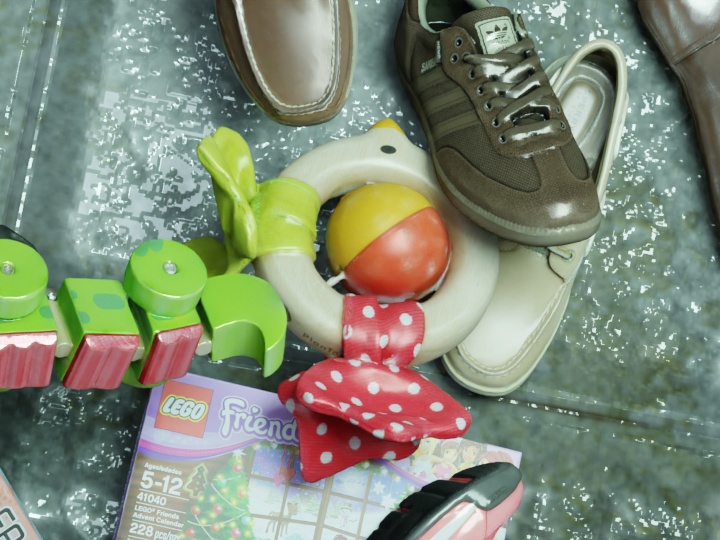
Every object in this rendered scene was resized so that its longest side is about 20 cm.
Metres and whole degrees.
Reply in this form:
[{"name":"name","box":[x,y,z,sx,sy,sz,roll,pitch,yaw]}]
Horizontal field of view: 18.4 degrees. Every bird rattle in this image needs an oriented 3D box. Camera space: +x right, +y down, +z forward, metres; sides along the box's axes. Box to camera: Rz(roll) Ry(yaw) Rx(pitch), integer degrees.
[{"name":"bird rattle","box":[0.000,0.000,1.130,0.163,0.113,0.200,-34,65,-25]}]

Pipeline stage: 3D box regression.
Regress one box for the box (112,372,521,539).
[{"name":"box","box":[-0.027,0.140,1.155,0.199,0.039,0.138,13,77,-4]}]

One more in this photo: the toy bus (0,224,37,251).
[{"name":"toy bus","box":[-0.270,0.024,1.070,0.135,0.200,0.192,33,82,15]}]

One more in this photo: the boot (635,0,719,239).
[{"name":"boot","box":[0.260,-0.109,1.226,0.186,0.064,0.201,-21,78,3]}]

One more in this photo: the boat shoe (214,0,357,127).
[{"name":"boat shoe","box":[-0.048,-0.172,1.135,0.075,0.072,0.201,-13,79,4]}]

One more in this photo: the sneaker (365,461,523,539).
[{"name":"sneaker","box":[0.023,0.184,1.106,0.087,0.074,0.200,42,85,-8]}]

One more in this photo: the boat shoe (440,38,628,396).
[{"name":"boat shoe","box":[0.095,-0.031,1.191,0.072,0.065,0.201,23,77,-1]}]

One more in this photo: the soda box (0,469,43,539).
[{"name":"soda box","box":[-0.183,0.145,1.067,0.068,0.064,0.201,-32,122,-12]}]

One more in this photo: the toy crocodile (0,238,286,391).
[{"name":"toy crocodile","box":[-0.130,0.029,1.030,0.199,0.068,0.062,-1,46,-26]}]

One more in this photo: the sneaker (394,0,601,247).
[{"name":"sneaker","box":[0.064,-0.092,1.143,0.070,0.076,0.200,-14,41,-17]}]
